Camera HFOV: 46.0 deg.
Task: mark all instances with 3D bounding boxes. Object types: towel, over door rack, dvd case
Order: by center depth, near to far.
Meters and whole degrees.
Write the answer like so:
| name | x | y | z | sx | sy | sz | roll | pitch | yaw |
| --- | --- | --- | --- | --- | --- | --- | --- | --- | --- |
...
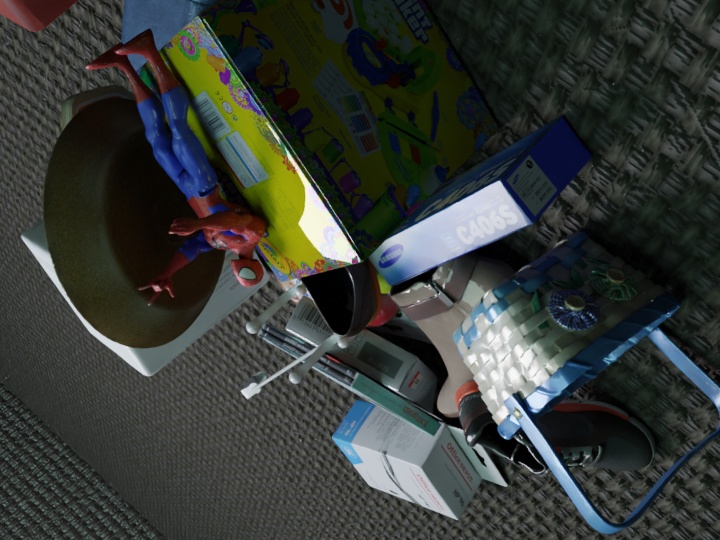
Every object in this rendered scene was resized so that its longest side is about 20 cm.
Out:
| name | x | y | z | sx | sy | sz | roll | pitch | yaw |
| --- | --- | --- | --- | --- | --- | --- | --- | --- | --- |
| towel | -0.162 | -0.262 | 0.769 | 0.111 | 0.048 | 0.201 | 33 | 124 | 25 |
| over door rack | -0.113 | 0.054 | 0.889 | 0.200 | 0.067 | 0.148 | -31 | 100 | 42 |
| dvd case | -0.016 | 0.124 | 0.977 | 0.146 | 0.022 | 0.200 | 36 | 171 | -37 |

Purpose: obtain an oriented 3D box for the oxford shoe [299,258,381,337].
| name | x | y | z | sx | sy | sz | roll | pitch | yaw |
| --- | --- | --- | --- | --- | --- | --- | --- | --- | --- |
| oxford shoe | -0.033 | -0.036 | 0.762 | 0.071 | 0.073 | 0.201 | -20 | 96 | 17 |

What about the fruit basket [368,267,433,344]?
| name | x | y | z | sx | sy | sz | roll | pitch | yaw |
| --- | --- | --- | --- | --- | --- | --- | --- | --- | --- |
| fruit basket | 0.000 | 0.000 | 0.906 | 0.185 | 0.094 | 0.200 | 11 | 150 | 44 |

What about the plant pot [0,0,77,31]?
| name | x | y | z | sx | sy | sz | roll | pitch | yaw |
| --- | --- | --- | --- | --- | --- | --- | --- | --- | --- |
| plant pot | -0.336 | -0.353 | 0.801 | 0.199 | 0.200 | 0.177 | 31 | 157 | 22 |

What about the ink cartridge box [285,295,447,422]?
| name | x | y | z | sx | sy | sz | roll | pitch | yaw |
| --- | --- | --- | --- | --- | --- | --- | --- | --- | --- |
| ink cartridge box | 0.022 | 0.108 | 0.993 | 0.162 | 0.050 | 0.200 | 27 | 175 | 28 |

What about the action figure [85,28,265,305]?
| name | x | y | z | sx | sy | sz | roll | pitch | yaw |
| --- | --- | --- | --- | --- | --- | --- | --- | --- | --- |
| action figure | -0.138 | -0.056 | 0.609 | 0.065 | 0.099 | 0.201 | -5 | 125 | 45 |

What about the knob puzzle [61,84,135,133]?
| name | x | y | z | sx | sy | sz | roll | pitch | yaw |
| --- | --- | --- | --- | --- | --- | --- | --- | --- | --- |
| knob puzzle | -0.185 | -0.068 | 0.713 | 0.030 | 0.220 | 0.221 | -8 | 126 | 14 |

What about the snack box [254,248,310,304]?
| name | x | y | z | sx | sy | sz | roll | pitch | yaw |
| --- | --- | --- | --- | --- | --- | --- | --- | --- | --- |
| snack box | -0.117 | -0.044 | 1.028 | 0.200 | 0.024 | 0.072 | 52 | 150 | -8 |

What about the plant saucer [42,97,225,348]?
| name | x | y | z | sx | sy | sz | roll | pitch | yaw |
| --- | --- | --- | --- | --- | --- | --- | --- | --- | --- |
| plant saucer | -0.162 | -0.039 | 0.675 | 0.035 | 0.201 | 0.201 | -6 | 124 | 27 |

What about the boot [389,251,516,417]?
| name | x | y | z | sx | sy | sz | roll | pitch | yaw |
| --- | --- | --- | --- | --- | --- | --- | --- | --- | --- |
| boot | 0.090 | 0.057 | 0.829 | 0.146 | 0.070 | 0.200 | 34 | 130 | -12 |

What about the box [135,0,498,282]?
| name | x | y | z | sx | sy | sz | roll | pitch | yaw |
| --- | --- | --- | --- | --- | --- | --- | --- | --- | --- |
| box | -0.028 | -0.132 | 0.666 | 0.122 | 0.193 | 0.201 | -13 | 115 | 54 |

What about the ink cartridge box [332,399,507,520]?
| name | x | y | z | sx | sy | sz | roll | pitch | yaw |
| --- | --- | --- | --- | --- | --- | --- | --- | --- | --- |
| ink cartridge box | 0.073 | 0.241 | 1.072 | 0.199 | 0.068 | 0.116 | 6 | 140 | 46 |

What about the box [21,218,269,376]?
| name | x | y | z | sx | sy | sz | roll | pitch | yaw |
| --- | --- | --- | --- | --- | --- | --- | --- | --- | --- |
| box | -0.263 | -0.015 | 1.042 | 0.199 | 0.200 | 0.172 | 19 | 141 | 51 |

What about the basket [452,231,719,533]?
| name | x | y | z | sx | sy | sz | roll | pitch | yaw |
| --- | --- | --- | --- | --- | --- | --- | --- | --- | --- |
| basket | 0.183 | 0.083 | 0.675 | 0.200 | 0.176 | 0.139 | 52 | 146 | 12 |

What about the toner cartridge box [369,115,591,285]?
| name | x | y | z | sx | sy | sz | roll | pitch | yaw |
| --- | --- | --- | --- | --- | --- | --- | --- | --- | --- |
| toner cartridge box | 0.091 | -0.052 | 0.710 | 0.043 | 0.095 | 0.200 | 52 | 147 | -7 |

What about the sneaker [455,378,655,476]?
| name | x | y | z | sx | sy | sz | roll | pitch | yaw |
| --- | --- | --- | --- | --- | --- | --- | --- | --- | --- |
| sneaker | 0.182 | 0.167 | 0.800 | 0.199 | 0.082 | 0.077 | 15 | 128 | -2 |
